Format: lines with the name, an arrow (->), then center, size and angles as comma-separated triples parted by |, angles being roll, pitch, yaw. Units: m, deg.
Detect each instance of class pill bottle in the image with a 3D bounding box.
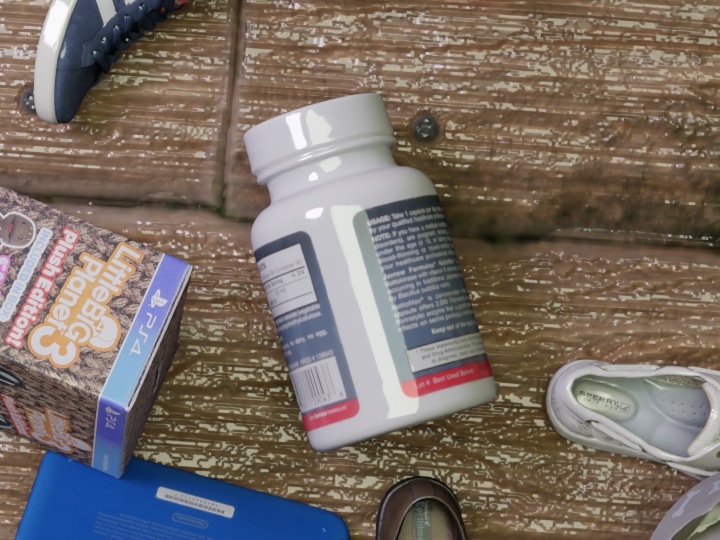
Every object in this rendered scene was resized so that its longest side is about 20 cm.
pill bottle -> 0.000, 0.000, 1.514 | 0.119, 0.120, 0.200 | -16, 86, -2

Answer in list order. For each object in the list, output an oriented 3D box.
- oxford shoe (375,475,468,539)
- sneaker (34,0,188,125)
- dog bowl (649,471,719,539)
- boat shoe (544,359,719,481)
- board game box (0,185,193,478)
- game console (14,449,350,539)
oxford shoe -> 0.038, 0.228, 1.516 | 0.073, 0.084, 0.200 | -7, 87, -3
sneaker -> -0.134, -0.174, 1.547 | 0.084, 0.075, 0.200 | 23, 85, 5
dog bowl -> 0.249, 0.207, 1.498 | 0.200, 0.059, 0.200 | -2, 95, -26
boat shoe -> 0.215, 0.096, 1.535 | 0.200, 0.069, 0.071 | 8, 82, -2
board game box -> -0.212, 0.025, 1.478 | 0.200, 0.159, 0.097 | 22, 70, 1
game console -> -0.124, 0.224, 1.545 | 0.200, 0.118, 0.171 | 16, 54, 0
